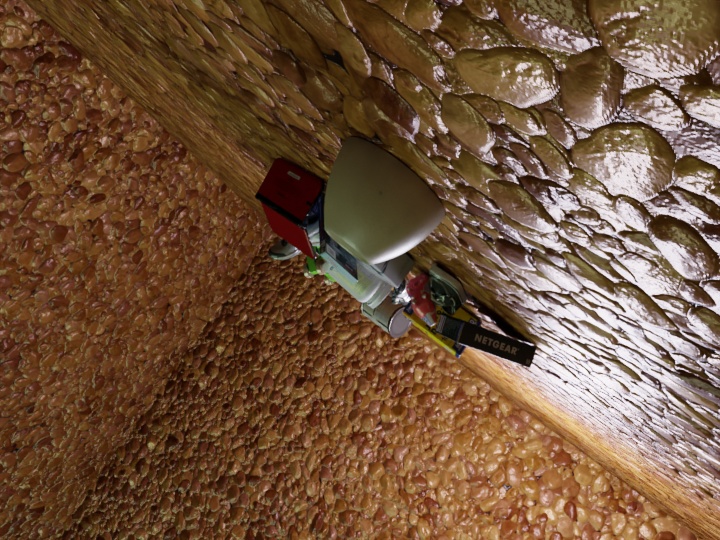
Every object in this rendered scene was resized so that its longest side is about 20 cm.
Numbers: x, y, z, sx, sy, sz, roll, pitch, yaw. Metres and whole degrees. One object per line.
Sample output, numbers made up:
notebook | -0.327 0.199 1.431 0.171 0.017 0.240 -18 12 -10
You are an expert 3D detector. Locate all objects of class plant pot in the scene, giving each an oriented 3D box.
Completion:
plant pot | 0.018 -0.091 0.915 0.198 0.136 0.200 36 175 4

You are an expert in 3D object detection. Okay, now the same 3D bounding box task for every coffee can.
coffee can | 0.118 0.184 2.562 0.199 0.148 0.146 33 174 42

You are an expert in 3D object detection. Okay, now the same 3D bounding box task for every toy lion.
toy lion | -0.111 -0.063 1.834 0.067 0.197 0.199 -13 164 25

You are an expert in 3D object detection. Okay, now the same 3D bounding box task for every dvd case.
dvd case | -0.059 -0.084 1.481 0.146 0.022 0.204 42 -149 -43

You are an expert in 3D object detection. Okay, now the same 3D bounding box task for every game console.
game console | -0.160 -0.156 1.434 0.198 0.175 0.118 32 -178 39

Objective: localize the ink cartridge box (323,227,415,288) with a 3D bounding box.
ink cartridge box | 0.024 -0.060 1.419 0.200 0.084 0.146 42 174 -39

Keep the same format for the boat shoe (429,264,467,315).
boat shoe | 0.196 0.052 1.326 0.070 0.064 0.200 33 173 34

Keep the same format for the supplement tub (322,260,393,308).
supplement tub | 0.000 0.000 1.714 0.199 0.146 0.145 41 174 -6

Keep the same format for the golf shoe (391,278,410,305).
golf shoe | 0.148 0.063 1.814 0.092 0.080 0.200 12 169 3

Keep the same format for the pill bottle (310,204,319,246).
pill bottle | -0.165 -0.168 1.596 0.200 0.117 0.115 43 172 -40

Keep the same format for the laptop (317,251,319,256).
laptop | -0.156 -0.124 2.518 0.187 0.115 0.203 42 -159 -43

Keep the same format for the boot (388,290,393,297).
boot | 0.121 0.071 2.001 0.184 0.065 0.199 25 -175 -29

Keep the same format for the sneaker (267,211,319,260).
sneaker | -0.164 -0.098 1.536 0.080 0.197 0.075 58 -175 -37

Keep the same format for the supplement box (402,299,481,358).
supplement box | 0.227 0.138 1.613 0.198 0.110 0.110 36 175 14

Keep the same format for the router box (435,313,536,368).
router box | 0.297 0.166 1.387 0.196 0.054 0.157 20 179 -12

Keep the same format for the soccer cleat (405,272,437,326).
soccer cleat | 0.155 0.068 1.429 0.078 0.066 0.201 60 -170 -16
